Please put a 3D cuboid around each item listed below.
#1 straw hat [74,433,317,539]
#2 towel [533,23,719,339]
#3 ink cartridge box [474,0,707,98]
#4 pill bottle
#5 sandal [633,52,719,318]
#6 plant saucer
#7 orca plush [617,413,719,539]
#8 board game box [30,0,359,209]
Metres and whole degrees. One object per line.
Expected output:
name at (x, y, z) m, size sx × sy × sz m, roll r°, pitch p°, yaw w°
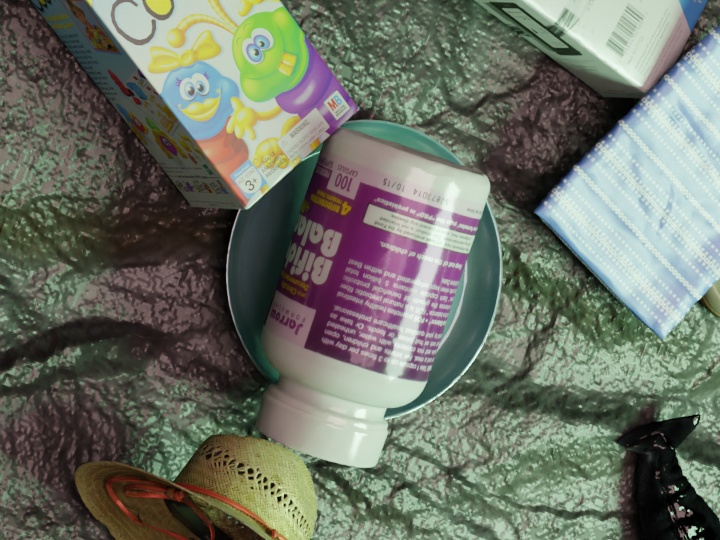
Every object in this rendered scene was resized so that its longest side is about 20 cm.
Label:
straw hat at (-0.073, 0.149, 1.604) m, size 0.201 × 0.201 × 0.085 m, roll 42°, pitch 62°, yaw -19°
towel at (0.233, -0.065, 1.748) m, size 0.200 × 0.024 × 0.145 m, roll -45°, pitch 116°, yaw 2°
ink cartridge box at (0.138, -0.215, 1.720) m, size 0.200 × 0.068 × 0.116 m, roll 34°, pitch 78°, yaw -29°
pill bottle at (0.001, 0.018, 1.625) m, size 0.112 × 0.112 × 0.200 m, roll 16°, pitch 95°, yaw -23°
sandal at (0.254, -0.059, 1.797) m, size 0.080 × 0.054 × 0.200 m, roll -21°, pitch 101°, yaw -21°
plant saucer at (0.000, 0.000, 1.705) m, size 0.200 × 0.027 × 0.200 m, roll -1°, pitch 92°, yaw -23°
orca plush at (0.251, 0.200, 1.799) m, size 0.105 × 0.071 × 0.200 m, roll -11°, pitch 97°, yaw -23°
board game box at (-0.112, -0.148, 1.606) m, size 0.103 × 0.105 × 0.200 m, roll -43°, pitch 108°, yaw -17°
